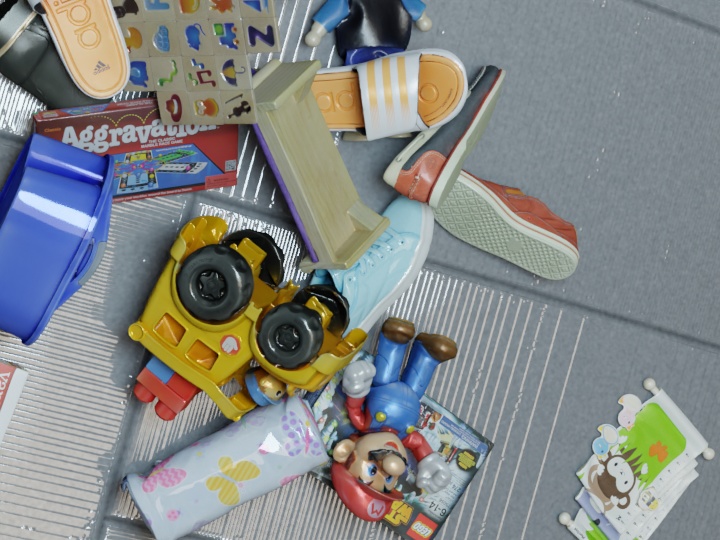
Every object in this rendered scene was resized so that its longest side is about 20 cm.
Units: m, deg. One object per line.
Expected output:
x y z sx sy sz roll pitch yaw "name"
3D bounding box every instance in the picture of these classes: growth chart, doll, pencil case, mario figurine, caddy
0.303 0.232 1.991 0.145 0.018 0.200 39 80 -20 "growth chart"
0.007 -0.232 1.809 0.136 0.048 0.201 -5 98 -19 "doll"
-0.130 0.193 1.760 0.200 0.091 0.083 -27 102 -4 "pencil case"
0.038 0.153 1.785 0.123 0.106 0.201 16 80 12 "mario figurine"
-0.287 -0.027 1.651 0.105 0.142 0.200 24 118 -16 "caddy"

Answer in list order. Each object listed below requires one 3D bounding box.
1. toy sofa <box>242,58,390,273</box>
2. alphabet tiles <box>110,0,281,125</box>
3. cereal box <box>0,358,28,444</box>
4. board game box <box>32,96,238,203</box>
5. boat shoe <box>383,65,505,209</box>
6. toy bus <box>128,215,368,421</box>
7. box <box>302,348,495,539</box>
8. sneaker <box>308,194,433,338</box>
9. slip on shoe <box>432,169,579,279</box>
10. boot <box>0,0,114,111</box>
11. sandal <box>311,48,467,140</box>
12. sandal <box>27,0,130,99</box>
-0.061 -0.100 1.740 0.083 0.097 0.200 -48 126 -38 "toy sofa"
-0.152 -0.229 1.639 0.167 0.008 0.201 1 113 22 "alphabet tiles"
-0.429 0.125 1.681 0.199 0.040 0.144 22 88 -22 "cereal box"
-0.214 -0.116 1.728 0.199 0.019 0.103 -10 125 -20 "board game box"
0.090 -0.144 1.820 0.062 0.071 0.200 24 54 11 "boat shoe"
-0.122 0.074 1.719 0.200 0.136 0.192 36 105 6 "toy bus"
0.025 0.182 1.864 0.200 0.040 0.137 36 83 -21 "box"
0.000 0.000 1.803 0.200 0.074 0.082 -57 145 -7 "sneaker"
0.143 -0.061 1.878 0.200 0.074 0.061 28 46 -14 "slip on shoe"
-0.251 -0.238 1.702 0.200 0.077 0.138 -44 113 2 "boot"
0.002 -0.161 1.745 0.206 0.059 0.079 -6 109 18 "sandal"
-0.259 -0.249 1.620 0.079 0.059 0.207 -27 110 -5 "sandal"
